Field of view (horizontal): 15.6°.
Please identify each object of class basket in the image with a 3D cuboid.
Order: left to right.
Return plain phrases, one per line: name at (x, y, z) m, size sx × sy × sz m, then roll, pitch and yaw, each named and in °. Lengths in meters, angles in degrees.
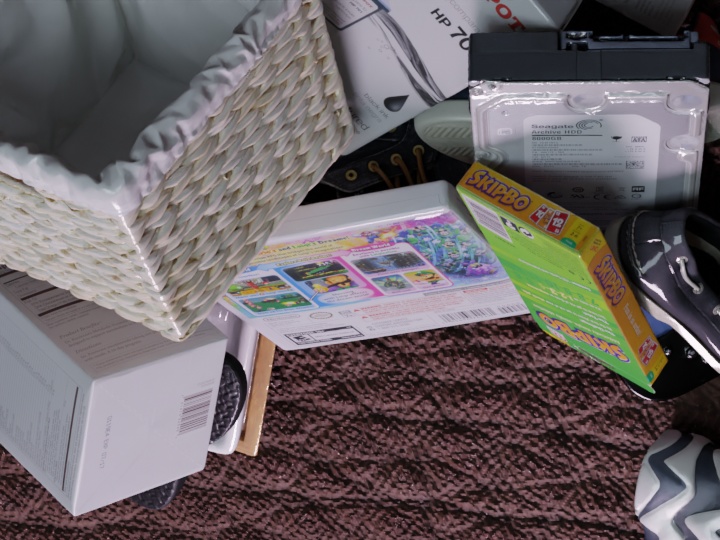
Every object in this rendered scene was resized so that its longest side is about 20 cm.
basket at (-0.138, -0.093, 1.530) m, size 0.198 × 0.200 × 0.161 m, roll 22°, pitch 150°, yaw 31°

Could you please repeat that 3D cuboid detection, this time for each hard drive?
hard drive at (0.135, -0.079, 1.560) m, size 0.139 × 0.038 × 0.200 m, roll 0°, pitch 155°, yaw 4°

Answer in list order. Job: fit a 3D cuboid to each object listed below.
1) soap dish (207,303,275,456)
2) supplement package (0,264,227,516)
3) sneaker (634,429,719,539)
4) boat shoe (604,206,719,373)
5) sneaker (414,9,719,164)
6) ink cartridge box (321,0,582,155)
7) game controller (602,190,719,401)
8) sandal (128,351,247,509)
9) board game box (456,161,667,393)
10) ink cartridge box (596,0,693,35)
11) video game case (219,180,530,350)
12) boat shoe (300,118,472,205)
soap dish at (-0.125, 0.019, 1.833) m, size 0.157 × 0.081 × 0.201 m, roll 19°, pitch 126°, yaw 12°
supplement package at (-0.196, 0.048, 1.728) m, size 0.200 × 0.109 × 0.114 m, roll 39°, pitch 131°, yaw 35°
sneaker at (0.252, 0.211, 1.784) m, size 0.129 × 0.079 × 0.200 m, roll 15°, pitch 116°, yaw 25°
boat shoe at (0.238, 0.018, 1.629) m, size 0.200 × 0.073 × 0.063 m, roll 31°, pitch 145°, yaw -33°
sneaker at (0.132, -0.118, 1.623) m, size 0.199 × 0.085 × 0.075 m, roll -4°, pitch 156°, yaw 12°
ink cartridge box at (0.022, -0.177, 1.563) m, size 0.146 × 0.086 × 0.200 m, roll 47°, pitch 138°, yaw -15°
game controller at (0.180, -0.012, 1.686) m, size 0.104 × 0.042 × 0.200 m, roll -31°, pitch 107°, yaw 0°
sandal at (-0.125, 0.098, 1.812) m, size 0.075 × 0.045 × 0.200 m, roll 41°, pitch 143°, yaw 4°
board game box at (0.128, 0.008, 1.608) m, size 0.095 × 0.030 × 0.200 m, roll 30°, pitch 164°, yaw 31°
ink cartridge box at (0.129, -0.241, 1.563) m, size 0.200 × 0.067 × 0.116 m, roll 29°, pitch 129°, yaw 5°
video game case at (0.000, 0.000, 1.679) m, size 0.199 × 0.024 × 0.182 m, roll -9°, pitch 155°, yaw 23°
boat shoe at (0.026, -0.059, 1.709) m, size 0.200 × 0.091 × 0.071 m, roll -1°, pitch 120°, yaw 25°
